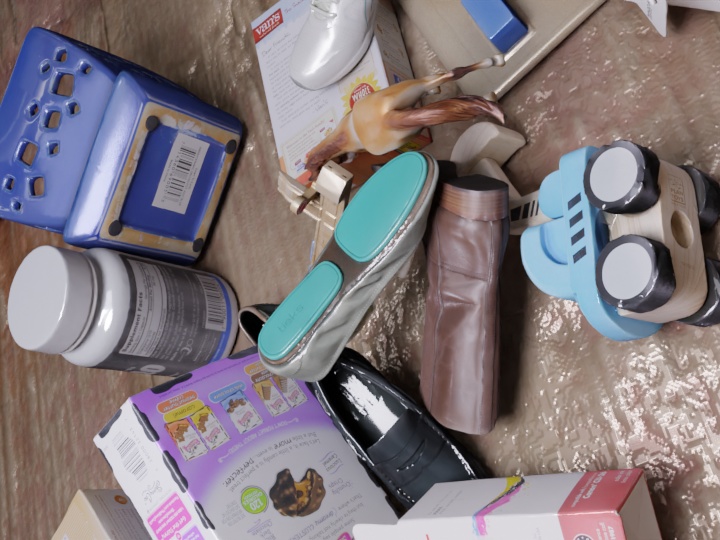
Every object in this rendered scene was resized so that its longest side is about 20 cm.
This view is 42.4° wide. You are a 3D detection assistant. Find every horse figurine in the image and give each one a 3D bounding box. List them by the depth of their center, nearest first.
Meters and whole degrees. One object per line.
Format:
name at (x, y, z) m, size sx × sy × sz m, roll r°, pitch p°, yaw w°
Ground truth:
horse figurine at (0.032, -0.115, 0.696) m, size 0.050 × 0.132 × 0.200 m, roll 69°, pitch 166°, yaw -10°

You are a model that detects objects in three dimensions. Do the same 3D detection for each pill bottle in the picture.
pill bottle at (-0.226, 0.041, 0.900) m, size 0.113 × 0.200 × 0.114 m, roll -11°, pitch 73°, yaw 39°

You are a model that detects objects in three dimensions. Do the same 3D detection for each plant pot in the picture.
plant pot at (-0.248, -0.116, 0.965) m, size 0.179 × 0.200 × 0.201 m, roll 24°, pitch 95°, yaw 34°

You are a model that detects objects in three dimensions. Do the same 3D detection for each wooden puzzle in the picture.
wooden puzzle at (0.121, -0.261, 0.777) m, size 0.200 × 0.046 × 0.186 m, roll -45°, pitch 55°, yaw 24°

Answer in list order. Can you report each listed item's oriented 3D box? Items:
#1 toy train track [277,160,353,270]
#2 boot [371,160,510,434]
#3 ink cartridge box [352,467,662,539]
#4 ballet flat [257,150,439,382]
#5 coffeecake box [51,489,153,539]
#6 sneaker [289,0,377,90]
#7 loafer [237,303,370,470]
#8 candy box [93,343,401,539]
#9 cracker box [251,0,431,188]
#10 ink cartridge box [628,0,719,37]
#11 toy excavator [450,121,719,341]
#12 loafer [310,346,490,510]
toy train track at (-0.036, -0.010, 0.780) m, size 0.114 × 0.033 × 0.200 m, roll 34°, pitch 146°, yaw 16°
boot at (0.058, 0.018, 0.742) m, size 0.186 × 0.064 × 0.201 m, roll -142°, pitch 47°, yaw -64°
ink cartridge box at (0.103, 0.206, 0.634) m, size 0.199 × 0.067 × 0.117 m, roll -12°, pitch 98°, yaw 33°
ballet flat at (0.000, 0.000, 0.695) m, size 0.200 × 0.064 × 0.067 m, roll -51°, pitch 44°, yaw 9°
coffeecake box at (-0.133, 0.258, 0.769) m, size 0.153 × 0.200 × 0.073 m, roll 42°, pitch 108°, yaw 39°
sneaker at (-0.013, -0.252, 0.798) m, size 0.070 × 0.080 × 0.201 m, roll 37°, pitch 101°, yaw 34°
loafer at (-0.047, 0.101, 0.823) m, size 0.200 × 0.063 × 0.072 m, roll 47°, pitch 110°, yaw 37°
candy box at (-0.081, 0.170, 0.726) m, size 0.072 × 0.167 × 0.200 m, roll -45°, pitch 74°, yaw 36°
cracker box at (-0.023, -0.180, 0.873) m, size 0.134 × 0.058 × 0.201 m, roll -27°, pitch 64°, yaw 31°
ink cartridge box at (0.206, -0.276, 0.631) m, size 0.125 × 0.128 × 0.201 m, roll 14°, pitch 88°, yaw 20°
toy excavator at (0.148, -0.038, 0.678) m, size 0.200 × 0.100 × 0.196 m, roll -19°, pitch 67°, yaw 46°
loafer at (0.030, 0.136, 0.722) m, size 0.068 × 0.070 × 0.201 m, roll -47°, pitch 70°, yaw 3°
